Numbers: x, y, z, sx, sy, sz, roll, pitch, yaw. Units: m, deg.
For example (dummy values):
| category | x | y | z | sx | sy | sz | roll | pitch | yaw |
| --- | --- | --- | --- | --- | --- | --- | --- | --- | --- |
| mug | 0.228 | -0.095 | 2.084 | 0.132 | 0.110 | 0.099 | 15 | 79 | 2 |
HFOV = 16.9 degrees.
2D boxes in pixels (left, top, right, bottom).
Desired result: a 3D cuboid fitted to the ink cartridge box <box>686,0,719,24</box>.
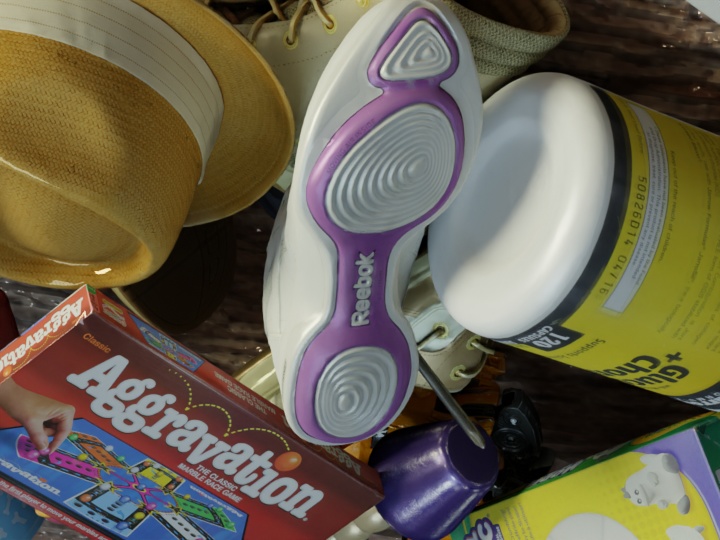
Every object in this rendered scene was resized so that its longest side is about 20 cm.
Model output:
| category | x | y | z | sx | sy | sz | roll | pitch | yaw |
| --- | --- | --- | --- | --- | --- | --- | --- | --- | --- |
| ink cartridge box | 0.199 | -0.143 | 0.896 | 0.199 | 0.084 | 0.146 | 33 | 136 | -18 |

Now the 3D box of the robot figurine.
| category | x | y | z | sx | sy | sz | roll | pitch | yaw |
| --- | --- | --- | --- | --- | --- | --- | --- | --- | --- |
| robot figurine | 0.021 | 0.098 | 1.236 | 0.144 | 0.058 | 0.201 | 15 | 139 | 2 |

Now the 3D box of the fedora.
| category | x | y | z | sx | sy | sz | roll | pitch | yaw |
| --- | --- | --- | --- | --- | --- | --- | --- | --- | --- |
| fedora | -0.124 | -0.049 | 0.978 | 0.199 | 0.082 | 0.201 | 7 | 149 | 4 |

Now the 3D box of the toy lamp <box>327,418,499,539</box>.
| category | x | y | z | sx | sy | sz | roll | pitch | yaw |
| --- | --- | --- | --- | --- | --- | --- | --- | --- | --- |
| toy lamp | -0.006 | 0.123 | 1.188 | 0.058 | 0.058 | 0.200 | 36 | 139 | -21 |

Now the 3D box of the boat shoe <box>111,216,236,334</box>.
| category | x | y | z | sx | sy | sz | roll | pitch | yaw |
| --- | --- | --- | --- | --- | --- | --- | --- | --- | --- |
| boat shoe | -0.121 | -0.053 | 1.122 | 0.064 | 0.071 | 0.201 | 28 | 154 | 46 |

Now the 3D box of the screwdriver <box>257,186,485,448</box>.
| category | x | y | z | sx | sy | sz | roll | pitch | yaw |
| --- | --- | --- | --- | --- | --- | --- | --- | --- | --- |
| screwdriver | 0.000 | 0.000 | 1.075 | 0.200 | 0.029 | 0.028 | 48 | 157 | 21 |

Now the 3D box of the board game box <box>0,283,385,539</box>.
| category | x | y | z | sx | sy | sz | roll | pitch | yaw |
| --- | --- | --- | --- | --- | --- | --- | --- | --- | --- |
| board game box | -0.088 | 0.084 | 1.074 | 0.103 | 0.020 | 0.200 | -38 | 133 | 18 |

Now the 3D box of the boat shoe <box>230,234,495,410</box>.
| category | x | y | z | sx | sy | sz | roll | pitch | yaw |
| --- | --- | --- | --- | --- | --- | --- | --- | --- | --- |
| boat shoe | 0.029 | 0.026 | 1.115 | 0.200 | 0.074 | 0.067 | -34 | 93 | 25 |

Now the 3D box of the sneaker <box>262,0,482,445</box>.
| category | x | y | z | sx | sy | sz | roll | pitch | yaw |
| --- | --- | --- | --- | --- | --- | --- | --- | --- | --- |
| sneaker | -0.008 | -0.030 | 0.996 | 0.074 | 0.100 | 0.201 | 2 | 122 | -21 |

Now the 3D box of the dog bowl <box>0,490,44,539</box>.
| category | x | y | z | sx | sy | sz | roll | pitch | yaw |
| --- | --- | --- | --- | --- | --- | --- | --- | --- | --- |
| dog bowl | -0.267 | 0.115 | 1.311 | 0.199 | 0.112 | 0.050 | -1 | 129 | 19 |

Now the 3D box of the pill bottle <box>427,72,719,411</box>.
| category | x | y | z | sx | sy | sz | roll | pitch | yaw |
| --- | --- | --- | --- | --- | --- | --- | --- | --- | --- |
| pill bottle | 0.135 | -0.003 | 1.026 | 0.199 | 0.113 | 0.112 | 18 | 143 | -31 |

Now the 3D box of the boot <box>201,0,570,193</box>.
| category | x | y | z | sx | sy | sz | roll | pitch | yaw |
| --- | --- | --- | --- | --- | --- | --- | --- | --- | --- |
| boot | -0.029 | -0.109 | 1.015 | 0.199 | 0.073 | 0.155 | 29 | 138 | -17 |

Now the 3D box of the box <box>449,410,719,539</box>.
| category | x | y | z | sx | sy | sz | roll | pitch | yaw |
| --- | --- | --- | --- | --- | --- | --- | --- | --- | --- |
| box | 0.118 | 0.145 | 1.125 | 0.200 | 0.048 | 0.118 | -29 | 81 | 49 |

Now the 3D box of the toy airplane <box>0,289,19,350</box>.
| category | x | y | z | sx | sy | sz | roll | pitch | yaw |
| --- | --- | --- | --- | --- | --- | --- | --- | --- | --- |
| toy airplane | -0.292 | 0.018 | 1.186 | 0.200 | 0.142 | 0.199 | 39 | 133 | -21 |

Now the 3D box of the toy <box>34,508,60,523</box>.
| category | x | y | z | sx | sy | sz | roll | pitch | yaw |
| --- | --- | --- | --- | --- | --- | --- | --- | --- | --- |
| toy | -0.133 | 0.094 | 1.136 | 0.199 | 0.048 | 0.115 | 23 | 164 | -27 |
